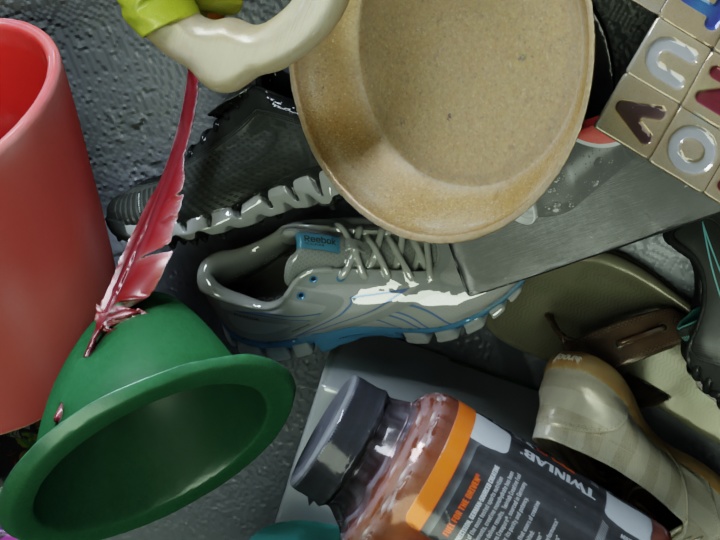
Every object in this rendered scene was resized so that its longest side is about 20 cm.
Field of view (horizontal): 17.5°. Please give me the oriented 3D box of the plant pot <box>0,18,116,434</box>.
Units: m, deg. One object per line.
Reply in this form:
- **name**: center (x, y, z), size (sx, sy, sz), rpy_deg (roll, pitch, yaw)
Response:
- **plant pot**: center (-0.228, -0.015, 1.316), size (0.200, 0.201, 0.178), rpy_deg (-10, 124, 16)

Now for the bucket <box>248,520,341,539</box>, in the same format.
- **bucket**: center (-0.014, 0.245, 1.294), size (0.207, 0.207, 0.135), rpy_deg (28, 110, -3)

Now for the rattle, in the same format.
- **rattle**: center (-0.029, -0.192, 1.206), size (0.130, 0.143, 0.200), rpy_deg (43, 108, 15)

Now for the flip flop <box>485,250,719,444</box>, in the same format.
- **flip flop**: center (0.163, 0.052, 1.334), size (0.200, 0.058, 0.081), rpy_deg (30, 118, -4)

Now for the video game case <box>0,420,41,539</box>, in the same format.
- **video game case**: center (-0.261, 0.114, 1.382), size (0.199, 0.181, 0.036), rpy_deg (1, 118, 12)

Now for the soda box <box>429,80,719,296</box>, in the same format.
- **soda box**: center (0.140, -0.050, 1.251), size (0.199, 0.063, 0.071), rpy_deg (-19, 93, 4)

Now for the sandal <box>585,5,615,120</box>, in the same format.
- **sandal**: center (0.080, -0.157, 1.255), size (0.075, 0.045, 0.200), rpy_deg (-14, 112, 18)

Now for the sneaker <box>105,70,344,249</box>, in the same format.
- **sneaker**: center (-0.061, -0.069, 1.320), size (0.200, 0.066, 0.091), rpy_deg (-13, 96, 27)

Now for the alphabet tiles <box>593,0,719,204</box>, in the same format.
- **alphabet tiles**: center (0.212, -0.134, 1.207), size (0.167, 0.008, 0.200), rpy_deg (30, 88, -4)

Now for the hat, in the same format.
- **hat**: center (-0.139, 0.028, 1.295), size (0.200, 0.176, 0.166), rpy_deg (-25, 154, -10)

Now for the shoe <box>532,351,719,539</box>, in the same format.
- **shoe**: center (0.155, 0.122, 1.340), size (0.070, 0.053, 0.200), rpy_deg (-6, 141, 38)

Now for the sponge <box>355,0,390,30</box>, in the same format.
- **sponge**: center (0.051, -0.186, 1.223), size (0.111, 0.030, 0.200), rpy_deg (30, 120, 23)

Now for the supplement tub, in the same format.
- **supplement tub**: center (0.063, 0.137, 1.276), size (0.200, 0.107, 0.107), rpy_deg (32, 118, -6)

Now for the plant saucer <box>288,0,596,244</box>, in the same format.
- **plant saucer**: center (0.047, -0.115, 1.191), size (0.200, 0.035, 0.201), rpy_deg (6, 99, 41)

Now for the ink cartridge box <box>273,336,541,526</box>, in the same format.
- **ink cartridge box**: center (0.023, 0.153, 1.398), size (0.146, 0.083, 0.200), rpy_deg (18, 118, 2)

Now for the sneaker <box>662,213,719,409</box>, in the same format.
- **sneaker**: center (0.217, 0.057, 1.296), size (0.079, 0.075, 0.201), rpy_deg (-9, 91, -2)

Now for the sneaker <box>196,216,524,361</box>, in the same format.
- **sneaker**: center (0.000, 0.000, 1.315), size (0.199, 0.075, 0.087), rpy_deg (-15, 152, 16)
